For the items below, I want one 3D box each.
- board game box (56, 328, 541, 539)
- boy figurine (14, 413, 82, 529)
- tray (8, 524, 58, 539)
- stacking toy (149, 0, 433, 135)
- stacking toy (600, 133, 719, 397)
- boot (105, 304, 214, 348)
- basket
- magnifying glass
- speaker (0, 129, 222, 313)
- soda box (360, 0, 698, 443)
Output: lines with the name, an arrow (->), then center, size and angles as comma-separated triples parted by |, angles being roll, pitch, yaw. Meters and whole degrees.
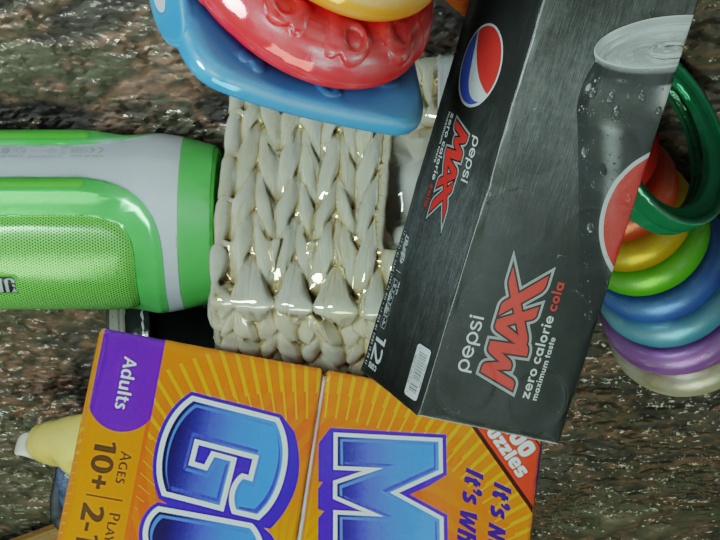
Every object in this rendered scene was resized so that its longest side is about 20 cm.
board game box -> -0.043, 0.169, 1.061 | 0.199, 0.201, 0.200 | 10, 157, -4
boy figurine -> -0.140, 0.103, 1.382 | 0.124, 0.065, 0.200 | 7, 153, -12
tray -> -0.182, 0.203, 1.624 | 0.200, 0.037, 0.098 | -24, 145, 39
stacking toy -> 0.014, -0.149, 0.825 | 0.109, 0.117, 0.200 | 13, 141, -30
stacking toy -> 0.135, -0.018, 1.108 | 0.085, 0.086, 0.200 | -8, 149, 18
boot -> -0.027, 0.039, 1.235 | 0.153, 0.074, 0.203 | -14, 157, 23
basket -> 0.000, 0.000, 1.084 | 0.123, 0.136, 0.200 | 4, 155, 2
magnifying glass -> 0.091, -0.083, 0.987 | 0.022, 0.080, 0.200 | -20, 138, 42
speaker -> -0.165, -0.022, 1.094 | 0.199, 0.089, 0.089 | 0, 155, 1
soda box -> 0.067, -0.039, 0.927 | 0.070, 0.201, 0.063 | 12, -170, -24
